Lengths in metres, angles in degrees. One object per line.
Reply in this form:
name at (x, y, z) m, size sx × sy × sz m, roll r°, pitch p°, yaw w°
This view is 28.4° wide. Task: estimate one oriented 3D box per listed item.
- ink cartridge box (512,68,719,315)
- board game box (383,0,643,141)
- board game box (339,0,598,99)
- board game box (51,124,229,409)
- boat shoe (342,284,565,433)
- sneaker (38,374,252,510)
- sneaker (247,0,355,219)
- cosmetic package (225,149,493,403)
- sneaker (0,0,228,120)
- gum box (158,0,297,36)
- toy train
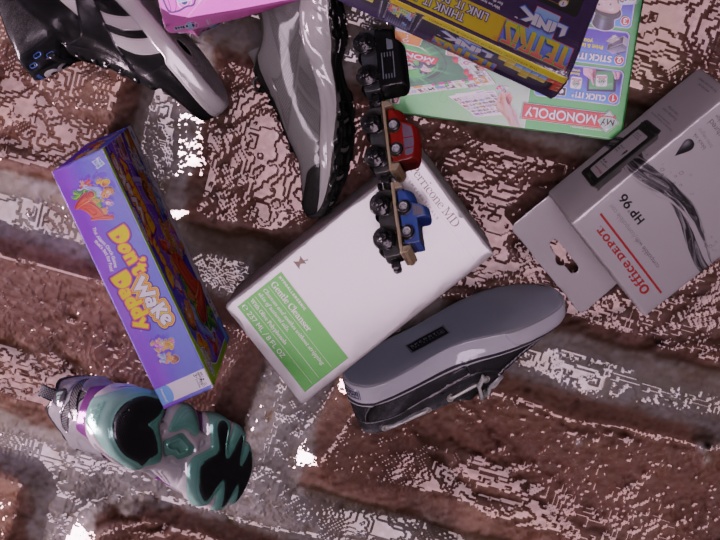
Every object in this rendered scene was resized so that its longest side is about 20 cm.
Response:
ink cartridge box at (0.236, -0.049, 1.146) m, size 0.199 × 0.068 × 0.116 m, roll -40°, pitch 116°, yaw 8°
board game box at (0.122, -0.184, 1.148) m, size 0.197 × 0.029 × 0.137 m, roll 7°, pitch 104°, yaw -2°
board game box at (0.094, -0.250, 1.086) m, size 0.198 × 0.057 × 0.167 m, roll 24°, pitch 80°, yaw -2°
board game box at (-0.171, -0.007, 1.134) m, size 0.044 × 0.135 × 0.202 m, roll -22°, pitch 103°, yaw 5°
boat shoe at (0.084, 0.078, 1.182) m, size 0.198 × 0.074 × 0.069 m, roll -27°, pitch 123°, yaw -13°
sneaker at (-0.187, 0.133, 1.193) m, size 0.139 × 0.200 × 0.078 m, roll 13°, pitch 71°, yaw 37°
sneaker at (-0.048, -0.142, 1.141) m, size 0.078 × 0.074 × 0.203 m, roll -4°, pitch 97°, yaw 10°
cosmetic package at (0.000, 0.000, 1.162) m, size 0.199 × 0.085 × 0.108 m, roll -39°, pitch 97°, yaw 9°
sneaker at (-0.205, -0.173, 1.133) m, size 0.112 × 0.073 × 0.200 m, roll -42°, pitch 92°, yaw 12°
gum box at (-0.105, -0.280, 1.043) m, size 0.112 × 0.066 × 0.203 m, roll -10°, pitch 103°, yaw 2°
toy train at (0.026, -0.095, 1.094) m, size 0.045 × 0.034 × 0.203 m, roll -9°, pitch 71°, yaw 9°
